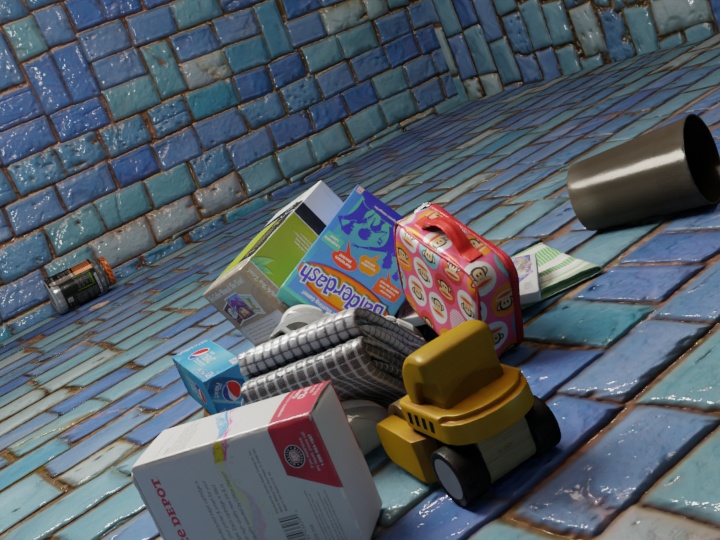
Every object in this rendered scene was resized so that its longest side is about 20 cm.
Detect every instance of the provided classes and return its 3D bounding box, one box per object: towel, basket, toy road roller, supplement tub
[{"bbox_3d":[0.249,0.008,1.388,0.152,0.024,0.200,-24,13,-6],"label":"towel"},{"bbox_3d":[0.432,-0.141,1.439,0.199,0.137,0.180,-18,10,36],"label":"basket"},{"bbox_3d":[0.092,0.124,0.925,0.122,0.147,0.200,-27,14,-20],"label":"toy road roller"},{"bbox_3d":[-0.880,0.042,2.934,0.199,0.123,0.122,-28,14,-22],"label":"supplement tub"},{"bbox_3d":[-0.022,0.126,1.083,0.165,0.086,0.200,-25,-29,21],"label":"towel"}]

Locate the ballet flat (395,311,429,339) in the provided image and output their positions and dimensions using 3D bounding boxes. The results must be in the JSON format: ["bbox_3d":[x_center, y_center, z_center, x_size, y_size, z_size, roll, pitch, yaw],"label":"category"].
[{"bbox_3d":[0.066,0.089,1.356,0.066,0.057,0.200,4,22,3],"label":"ballet flat"}]

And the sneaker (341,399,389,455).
[{"bbox_3d":[-0.052,0.214,1.014,0.199,0.076,0.092,-25,26,5],"label":"sneaker"}]

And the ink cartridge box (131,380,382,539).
[{"bbox_3d":[-0.098,0.209,0.908,0.199,0.148,0.086,-17,14,19],"label":"ink cartridge box"}]

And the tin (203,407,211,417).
[{"bbox_3d":[-0.152,0.177,1.372,0.111,0.042,0.200,-11,17,27],"label":"tin"}]

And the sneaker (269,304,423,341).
[{"bbox_3d":[-0.024,0.102,1.190,0.199,0.076,0.115,7,18,17],"label":"sneaker"}]

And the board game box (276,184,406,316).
[{"bbox_3d":[0.000,0.000,1.312,0.200,0.152,0.045,-55,0,-25],"label":"board game box"}]

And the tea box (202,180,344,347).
[{"bbox_3d":[-0.109,-0.002,1.415,0.197,0.134,0.200,-49,10,-25],"label":"tea box"}]

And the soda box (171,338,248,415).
[{"bbox_3d":[-0.208,0.153,1.330,0.064,0.068,0.200,-27,14,-18],"label":"soda box"}]

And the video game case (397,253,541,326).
[{"bbox_3d":[0.156,0.028,1.333,0.199,0.018,0.143,-12,19,13],"label":"video game case"}]

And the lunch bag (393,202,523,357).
[{"bbox_3d":[0.118,0.006,1.182,0.082,0.177,0.200,-28,40,-18],"label":"lunch bag"}]

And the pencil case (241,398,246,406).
[{"bbox_3d":[-0.084,0.148,1.261,0.090,0.084,0.200,2,24,22],"label":"pencil case"}]
